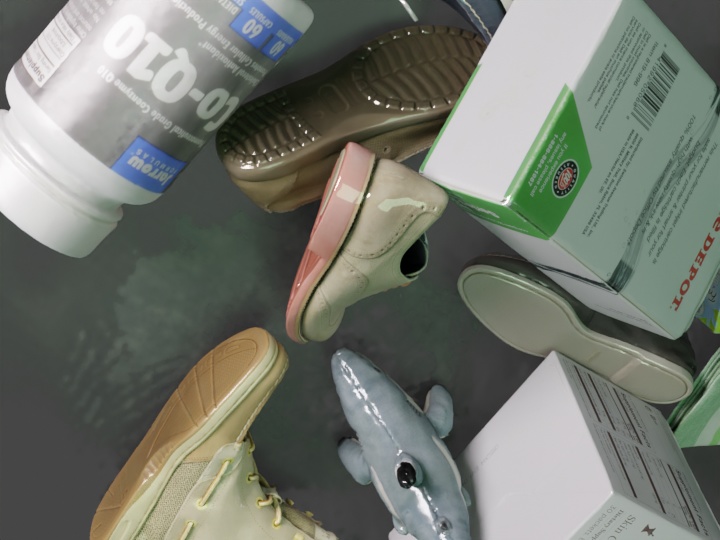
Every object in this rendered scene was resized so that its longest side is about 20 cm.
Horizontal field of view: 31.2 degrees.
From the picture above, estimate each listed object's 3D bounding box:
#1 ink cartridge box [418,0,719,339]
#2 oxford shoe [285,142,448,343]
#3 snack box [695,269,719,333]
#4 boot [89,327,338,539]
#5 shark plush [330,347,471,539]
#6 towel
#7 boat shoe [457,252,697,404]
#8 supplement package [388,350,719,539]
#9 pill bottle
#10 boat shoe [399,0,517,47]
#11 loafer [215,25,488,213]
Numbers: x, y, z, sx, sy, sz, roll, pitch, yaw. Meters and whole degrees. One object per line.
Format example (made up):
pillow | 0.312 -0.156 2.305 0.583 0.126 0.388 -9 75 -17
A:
ink cartridge box | 0.152 -0.065 0.795 0.200 0.083 0.147 35 82 -40
oxford shoe | 0.000 0.000 0.803 0.074 0.200 0.071 18 62 -3
snack box | 0.327 -0.056 0.909 0.168 0.068 0.200 2 110 -17
boot | -0.073 0.147 0.895 0.155 0.073 0.200 32 103 -22
shark plush | 0.029 0.147 0.868 0.091 0.200 0.083 -19 147 7
towel | 0.338 0.091 0.961 0.200 0.023 0.153 0 142 -15
boat shoe | 0.155 0.032 0.920 0.200 0.057 0.067 28 139 -18
supplement package | 0.130 0.191 0.897 0.111 0.156 0.200 28 114 -22
pill bottle | -0.132 -0.111 0.753 0.114 0.114 0.200 39 99 -24
boat shoe | 0.029 -0.200 0.776 0.062 0.075 0.200 -40 114 3
loafer | 0.003 -0.095 0.819 0.200 0.076 0.067 -19 150 -13
